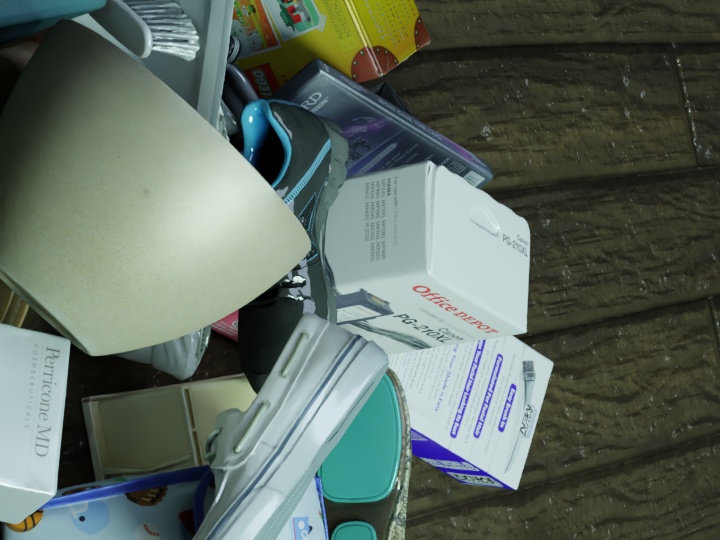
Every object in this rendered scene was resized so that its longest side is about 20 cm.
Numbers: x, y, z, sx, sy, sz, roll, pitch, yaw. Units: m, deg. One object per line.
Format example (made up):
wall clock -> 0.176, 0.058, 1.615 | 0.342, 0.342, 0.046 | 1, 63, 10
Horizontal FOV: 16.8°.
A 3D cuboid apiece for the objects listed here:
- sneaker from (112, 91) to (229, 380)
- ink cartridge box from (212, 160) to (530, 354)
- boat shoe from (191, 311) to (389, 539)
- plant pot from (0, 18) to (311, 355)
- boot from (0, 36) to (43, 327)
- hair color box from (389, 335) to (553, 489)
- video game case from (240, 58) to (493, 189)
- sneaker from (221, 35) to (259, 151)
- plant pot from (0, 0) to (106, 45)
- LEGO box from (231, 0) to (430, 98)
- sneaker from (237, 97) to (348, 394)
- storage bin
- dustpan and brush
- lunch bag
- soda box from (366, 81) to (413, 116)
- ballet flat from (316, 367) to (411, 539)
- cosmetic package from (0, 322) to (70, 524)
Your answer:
sneaker -> -0.139, -0.032, 1.583 | 0.078, 0.099, 0.201 | -54, 152, -83
ink cartridge box -> 0.000, 0.000, 1.698 | 0.145, 0.199, 0.085 | 29, 57, -53
boat shoe -> -0.061, 0.110, 1.446 | 0.067, 0.074, 0.200 | 32, 57, 9
plant pot -> -0.146, -0.029, 1.430 | 0.135, 0.200, 0.200 | -49, 123, -9
boot -> -0.215, -0.050, 1.575 | 0.155, 0.076, 0.201 | -23, 114, -75
hair color box -> 0.055, 0.080, 1.854 | 0.200, 0.065, 0.110 | 33, 68, -40
video game case -> -0.016, -0.067, 1.766 | 0.200, 0.143, 0.019 | 29, 32, -43
sneaker -> -0.122, -0.066, 1.650 | 0.075, 0.113, 0.201 | 23, 62, -45
plant pot -> -0.288, -0.192, 1.470 | 0.200, 0.141, 0.142 | -23, 97, -47
LEGO box -> -0.061, -0.223, 1.746 | 0.077, 0.148, 0.201 | -40, 111, -49
sneaker -> -0.061, -0.016, 1.602 | 0.082, 0.073, 0.201 | 29, 59, -54
storage bin -> -0.072, 0.167, 1.660 | 0.200, 0.093, 0.200 | -6, 84, -52
dustpan and brush -> -0.165, -0.172, 1.537 | 0.057, 0.200, 0.140 | -16, 129, -37
lunch bag -> -0.113, 0.205, 1.498 | 0.199, 0.124, 0.171 | -8, 87, -7
soda box -> 0.041, -0.047, 1.882 | 0.200, 0.071, 0.063 | 51, 39, -29
ballet flat -> 0.004, 0.165, 1.640 | 0.075, 0.067, 0.201 | 35, 57, -68
cosmetic package -> -0.272, 0.073, 1.397 | 0.199, 0.074, 0.102 | 13, 65, -23
